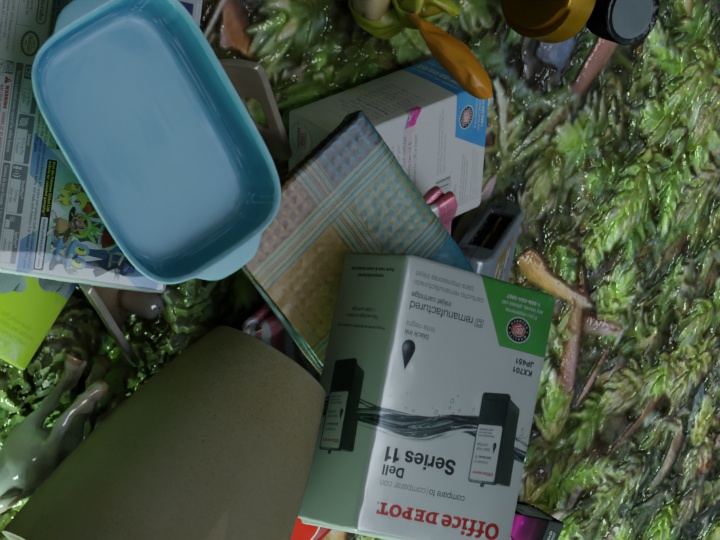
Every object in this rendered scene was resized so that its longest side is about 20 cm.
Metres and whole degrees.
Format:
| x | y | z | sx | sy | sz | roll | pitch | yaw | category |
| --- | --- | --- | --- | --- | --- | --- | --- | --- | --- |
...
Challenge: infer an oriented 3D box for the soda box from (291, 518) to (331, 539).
| x | y | z | sx | sy | sz | roll | pitch | yaw | category |
| --- | --- | --- | --- | --- | --- | --- | --- | --- | --- |
| -0.088 | 0.200 | 1.351 | 0.200 | 0.063 | 0.070 | -45 | 133 | 1 | soda box |

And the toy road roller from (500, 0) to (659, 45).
| x | y | z | sx | sy | sz | roll | pitch | yaw | category |
| --- | --- | --- | --- | --- | --- | --- | --- | --- | --- |
| 0.170 | -0.283 | 1.450 | 0.146 | 0.123 | 0.200 | 9 | 103 | -36 | toy road roller |

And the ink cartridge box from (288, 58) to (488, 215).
| x | y | z | sx | sy | sz | roll | pitch | yaw | category |
| --- | --- | --- | --- | --- | --- | --- | --- | --- | --- |
| 0.007 | -0.081 | 1.412 | 0.200 | 0.068 | 0.115 | -24 | 129 | -37 | ink cartridge box |

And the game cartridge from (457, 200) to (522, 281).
| x | y | z | sx | sy | sz | roll | pitch | yaw | category |
| --- | --- | --- | --- | --- | --- | --- | --- | --- | --- |
| 0.095 | 0.026 | 1.508 | 0.200 | 0.041 | 0.133 | -49 | 148 | -69 | game cartridge |

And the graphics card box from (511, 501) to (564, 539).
| x | y | z | sx | sy | sz | roll | pitch | yaw | category |
| --- | --- | --- | --- | --- | --- | --- | --- | --- | --- |
| 0.100 | 0.274 | 1.701 | 0.200 | 0.051 | 0.126 | 20 | 94 | -49 | graphics card box |

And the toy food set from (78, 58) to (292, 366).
| x | y | z | sx | sy | sz | roll | pitch | yaw | category |
| --- | --- | --- | --- | --- | --- | --- | --- | --- | --- |
| -0.121 | -0.038 | 1.267 | 0.200 | 0.060 | 0.144 | -56 | 162 | -16 | toy food set |

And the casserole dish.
| x | y | z | sx | sy | sz | roll | pitch | yaw | category |
| --- | --- | --- | --- | --- | --- | --- | --- | --- | --- |
| -0.134 | -0.085 | 1.151 | 0.121 | 0.039 | 0.200 | -35 | 105 | -22 | casserole dish |

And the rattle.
| x | y | z | sx | sy | sz | roll | pitch | yaw | category |
| --- | --- | --- | --- | --- | --- | --- | --- | --- | --- |
| 0.093 | -0.248 | 1.368 | 0.200 | 0.143 | 0.130 | -44 | 137 | -21 | rattle |

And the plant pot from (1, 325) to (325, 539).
| x | y | z | sx | sy | sz | roll | pitch | yaw | category |
| --- | --- | --- | --- | --- | --- | --- | --- | --- | --- |
| -0.113 | 0.146 | 1.244 | 0.200 | 0.187 | 0.187 | -57 | 139 | -17 | plant pot |

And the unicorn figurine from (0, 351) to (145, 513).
| x | y | z | sx | sy | sz | roll | pitch | yaw | category |
| --- | --- | --- | --- | --- | --- | --- | --- | --- | --- |
| -0.224 | 0.122 | 1.271 | 0.137 | 0.074 | 0.200 | -54 | 144 | 4 | unicorn figurine |

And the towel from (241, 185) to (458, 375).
| x | y | z | sx | sy | sz | roll | pitch | yaw | category |
| --- | --- | --- | --- | --- | --- | --- | --- | --- | --- |
| -0.006 | 0.023 | 1.412 | 0.200 | 0.030 | 0.146 | -35 | 158 | -13 | towel |

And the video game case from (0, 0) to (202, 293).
| x | y | z | sx | sy | sz | roll | pitch | yaw | category |
| --- | --- | --- | --- | --- | --- | --- | --- | --- | --- |
| -0.199 | -0.095 | 1.151 | 0.182 | 0.022 | 0.200 | 9 | 87 | -26 | video game case |

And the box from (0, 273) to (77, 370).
| x | y | z | sx | sy | sz | roll | pitch | yaw | category |
| --- | --- | --- | --- | --- | --- | --- | --- | --- | --- |
| -0.223 | -0.045 | 1.213 | 0.200 | 0.048 | 0.122 | -59 | 141 | -6 | box |

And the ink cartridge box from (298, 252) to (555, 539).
| x | y | z | sx | sy | sz | roll | pitch | yaw | category |
| --- | --- | --- | --- | --- | --- | --- | --- | --- | --- |
| 0.048 | 0.099 | 1.304 | 0.146 | 0.083 | 0.200 | 15 | 83 | -34 | ink cartridge box |

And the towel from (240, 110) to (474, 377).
| x | y | z | sx | sy | sz | roll | pitch | yaw | category |
| --- | --- | --- | --- | --- | --- | --- | --- | --- | --- |
| 0.000 | 0.000 | 1.334 | 0.147 | 0.022 | 0.200 | -44 | 121 | -13 | towel |
